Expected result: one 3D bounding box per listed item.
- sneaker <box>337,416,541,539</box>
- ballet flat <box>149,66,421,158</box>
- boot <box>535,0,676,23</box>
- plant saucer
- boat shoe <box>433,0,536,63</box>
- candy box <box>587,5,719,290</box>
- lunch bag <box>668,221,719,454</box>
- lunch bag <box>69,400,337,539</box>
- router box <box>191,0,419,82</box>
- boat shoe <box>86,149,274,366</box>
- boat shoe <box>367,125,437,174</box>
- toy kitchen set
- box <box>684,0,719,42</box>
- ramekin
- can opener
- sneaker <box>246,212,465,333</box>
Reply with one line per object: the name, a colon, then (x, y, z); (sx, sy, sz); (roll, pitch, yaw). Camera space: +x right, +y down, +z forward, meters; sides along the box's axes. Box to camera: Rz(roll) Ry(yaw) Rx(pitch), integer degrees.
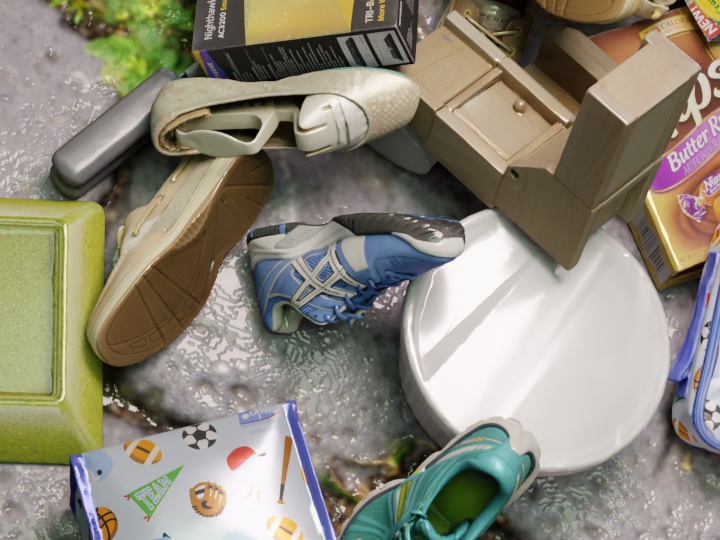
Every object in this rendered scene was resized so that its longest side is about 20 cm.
sneaker: (0.042, 0.177, 1.630); (0.077, 0.200, 0.080); (42, 24, -2)
ballet flat: (-0.055, -0.104, 1.688); (0.199, 0.068, 0.062); (-2, 42, 12)
boot: (0.185, -0.220, 1.736); (0.155, 0.200, 0.073); (9, 103, -34)
plant saucer: (-0.280, 0.033, 1.671); (0.199, 0.048, 0.201); (2, 71, -11)
boat shoe: (0.096, -0.192, 1.818); (0.074, 0.066, 0.201); (14, 69, -7)
candy box: (0.248, -0.098, 1.826); (0.116, 0.056, 0.200); (-19, 75, -17)
lunch bag: (0.317, 0.056, 1.754); (0.160, 0.076, 0.201); (14, 86, -14)
lunch bag: (-0.098, 0.215, 1.608); (0.170, 0.124, 0.200); (-15, 66, -12)
router box: (-0.035, -0.238, 1.730); (0.157, 0.052, 0.201); (-6, 59, 17)
boat shoe: (-0.142, -0.016, 1.714); (0.065, 0.072, 0.200); (17, 63, 37)
boat shoe: (-0.002, -0.161, 1.785); (0.064, 0.071, 0.200); (-41, 82, -20)
toy kitchen set: (0.148, -0.152, 1.676); (0.200, 0.181, 0.163); (43, 59, 17)
box: (0.321, -0.312, 1.823); (0.122, 0.192, 0.200); (-9, 67, -54)
ramekin: (0.119, 0.060, 1.724); (0.202, 0.094, 0.203); (4, 71, -11)
can opener: (-0.138, -0.114, 1.749); (0.200, 0.053, 0.067); (-41, 83, -20)
sneaker: (0.000, 0.000, 1.683); (0.076, 0.200, 0.077); (4, 81, -42)
